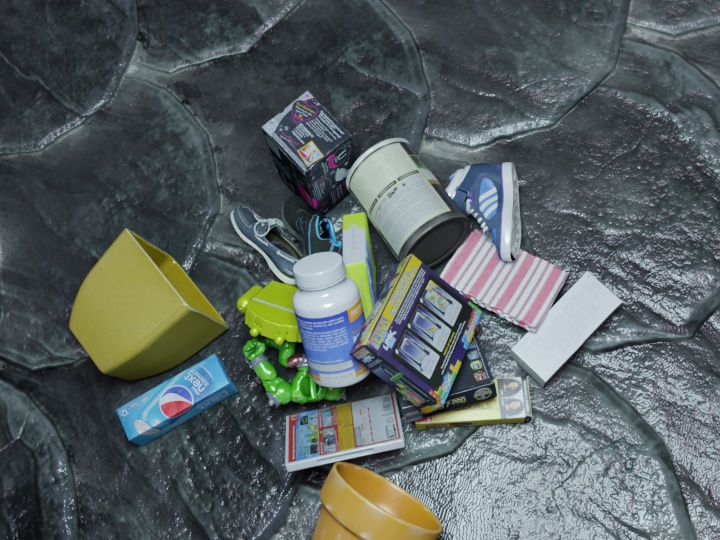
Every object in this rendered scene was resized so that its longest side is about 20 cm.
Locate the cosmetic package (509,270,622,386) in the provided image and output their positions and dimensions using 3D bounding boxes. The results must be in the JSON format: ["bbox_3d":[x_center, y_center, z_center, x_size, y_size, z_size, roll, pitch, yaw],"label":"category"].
[{"bbox_3d":[0.358,0.102,1.522,0.200,0.051,0.083,-43,74,-10],"label":"cosmetic package"}]

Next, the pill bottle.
[{"bbox_3d":[-0.048,0.078,1.410,0.111,0.202,0.112,-10,24,5],"label":"pill bottle"}]

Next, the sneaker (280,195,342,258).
[{"bbox_3d":[-0.082,-0.077,1.574,0.073,0.082,0.201,4,41,-36],"label":"sneaker"}]

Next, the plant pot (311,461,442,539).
[{"bbox_3d":[0.001,0.436,1.378,0.199,0.200,0.185,29,92,15],"label":"plant pot"}]

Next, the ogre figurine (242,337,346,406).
[{"bbox_3d":[-0.100,0.173,1.517,0.198,0.098,0.121,6,69,-37],"label":"ogre figurine"}]

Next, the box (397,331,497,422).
[{"bbox_3d":[0.130,0.150,1.494,0.160,0.049,0.201,-16,45,3],"label":"box"}]

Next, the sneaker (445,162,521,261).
[{"bbox_3d":[0.214,-0.103,1.594,0.145,0.081,0.202,-6,65,22],"label":"sneaker"}]

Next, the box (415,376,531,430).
[{"bbox_3d":[0.191,0.227,1.494,0.198,0.050,0.076,-4,68,6],"label":"box"}]

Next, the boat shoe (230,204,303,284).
[{"bbox_3d":[-0.167,-0.060,1.610,0.200,0.074,0.062,49,126,27],"label":"boat shoe"}]

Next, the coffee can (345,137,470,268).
[{"bbox_3d":[0.084,-0.118,1.571,0.146,0.147,0.201,-32,65,-6],"label":"coffee can"}]

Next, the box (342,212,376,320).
[{"bbox_3d":[0.000,0.000,1.511,0.047,0.123,0.201,-8,31,4],"label":"box"}]

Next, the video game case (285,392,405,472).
[{"bbox_3d":[-0.029,0.271,1.471,0.198,0.018,0.143,-12,25,1],"label":"video game case"}]

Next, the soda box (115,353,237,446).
[{"bbox_3d":[-0.324,0.230,1.539,0.199,0.068,0.064,-30,69,-5],"label":"soda box"}]

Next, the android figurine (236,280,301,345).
[{"bbox_3d":[-0.127,0.073,1.525,0.180,0.200,0.041,17,116,10],"label":"android figurine"}]

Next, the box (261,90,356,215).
[{"bbox_3d":[-0.086,-0.210,1.603,0.114,0.200,0.132,-39,71,-10],"label":"box"}]

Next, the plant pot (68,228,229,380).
[{"bbox_3d":[-0.392,0.083,1.541,0.200,0.196,0.194,-43,71,-1],"label":"plant pot"}]

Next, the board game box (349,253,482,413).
[{"bbox_3d":[0.094,0.101,1.410,0.165,0.057,0.201,38,53,-10],"label":"board game box"}]

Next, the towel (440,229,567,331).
[{"bbox_3d":[0.254,0.016,1.554,0.199,0.030,0.147,27,57,19],"label":"towel"}]
